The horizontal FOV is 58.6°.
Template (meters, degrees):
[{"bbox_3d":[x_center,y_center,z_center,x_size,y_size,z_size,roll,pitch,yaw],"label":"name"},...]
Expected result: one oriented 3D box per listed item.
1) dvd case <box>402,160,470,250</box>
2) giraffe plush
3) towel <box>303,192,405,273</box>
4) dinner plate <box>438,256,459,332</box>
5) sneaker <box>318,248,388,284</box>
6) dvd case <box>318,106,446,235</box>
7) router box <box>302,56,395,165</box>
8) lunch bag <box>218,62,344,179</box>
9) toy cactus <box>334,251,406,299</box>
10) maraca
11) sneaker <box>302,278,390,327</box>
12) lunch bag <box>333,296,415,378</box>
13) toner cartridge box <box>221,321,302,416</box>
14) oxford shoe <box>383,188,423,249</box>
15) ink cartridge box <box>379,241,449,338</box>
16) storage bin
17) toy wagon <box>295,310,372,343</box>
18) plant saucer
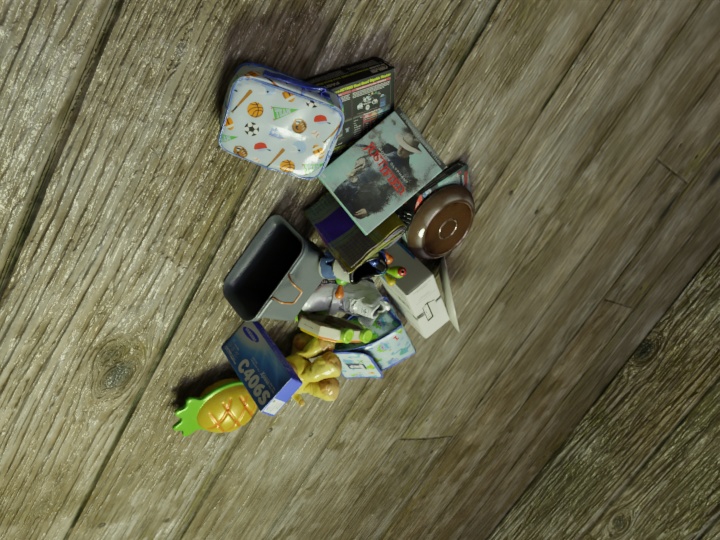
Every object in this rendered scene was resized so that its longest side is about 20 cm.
[{"bbox_3d":[0.175,-0.150,1.499,0.200,0.022,0.146,-34,140,-12],"label":"dvd case"},{"bbox_3d":[-0.162,0.226,1.440,0.200,0.173,0.162,-29,158,36],"label":"giraffe plush"},{"bbox_3d":[-0.015,-0.097,1.235,0.143,0.200,0.023,-38,144,2],"label":"towel"},{"bbox_3d":[0.221,0.059,1.620,0.024,0.201,0.201,-13,140,7],"label":"dinner plate"},{"bbox_3d":[0.018,-0.048,1.256,0.200,0.115,0.081,-56,147,-13],"label":"sneaker"},{"bbox_3d":[0.040,-0.184,1.184,0.200,0.146,0.022,-40,-176,-7],"label":"dvd case"},{"bbox_3d":[-0.032,-0.286,1.174,0.199,0.062,0.150,-25,138,-23],"label":"router box"},{"bbox_3d":[-0.126,-0.246,1.054,0.199,0.076,0.161,15,125,-17],"label":"lunch bag"},{"bbox_3d":[0.000,0.000,1.392,0.199,0.165,0.103,-6,94,4],"label":"toy cactus"},{"bbox_3d":[-0.314,0.303,1.411,0.199,0.107,0.138,-10,127,-35],"label":"maraca"},{"bbox_3d":[-0.030,0.070,1.421,0.199,0.115,0.075,-13,131,-34],"label":"sneaker"},{"bbox_3d":[0.020,0.185,1.598,0.199,0.128,0.170,-28,145,0],"label":"lunch bag"},{"bbox_3d":[-0.208,0.197,1.337,0.095,0.200,0.043,-47,140,3],"label":"toner cartridge box"},{"bbox_3d":[0.077,-0.124,1.372,0.201,0.072,0.084,-58,-176,-14],"label":"oxford shoe"},{"bbox_3d":[0.123,0.049,1.540,0.084,0.146,0.200,-38,142,-8],"label":"ink cartridge box"},{"bbox_3d":[-0.148,0.014,1.277,0.200,0.146,0.134,-54,144,11],"label":"storage bin"},{"bbox_3d":[-0.048,0.127,1.449,0.200,0.155,0.040,9,98,-52],"label":"toy wagon"},{"bbox_3d":[0.198,-0.104,1.506,0.200,0.032,0.201,-25,137,-25],"label":"plant saucer"}]
